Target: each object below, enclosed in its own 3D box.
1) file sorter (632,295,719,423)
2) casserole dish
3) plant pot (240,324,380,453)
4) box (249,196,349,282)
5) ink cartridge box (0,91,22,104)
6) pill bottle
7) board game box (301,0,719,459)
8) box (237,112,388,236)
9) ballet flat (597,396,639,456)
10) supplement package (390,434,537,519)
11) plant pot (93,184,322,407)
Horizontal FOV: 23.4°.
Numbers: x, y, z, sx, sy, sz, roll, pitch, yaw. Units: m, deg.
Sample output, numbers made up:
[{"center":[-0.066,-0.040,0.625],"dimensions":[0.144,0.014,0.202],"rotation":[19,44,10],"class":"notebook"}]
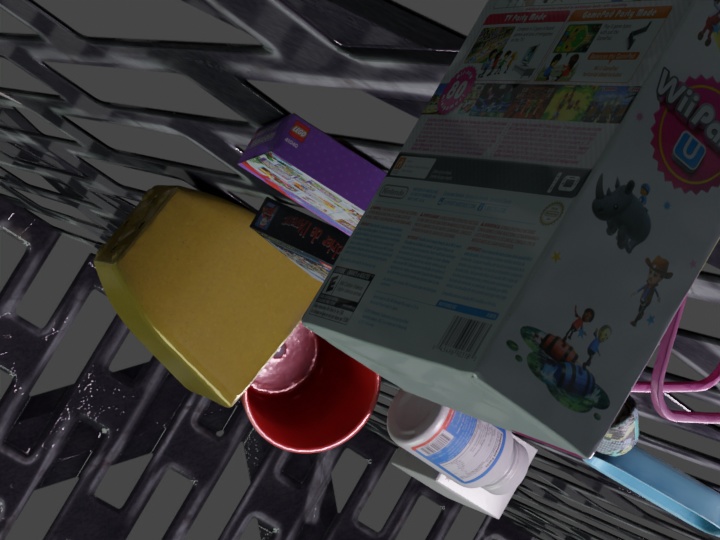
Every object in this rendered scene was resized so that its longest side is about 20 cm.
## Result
[{"center":[0.141,-0.005,0.771],"dimensions":[0.139,0.126,0.200],"rotation":[8,-169,-46],"class":"file sorter"},{"center":[0.343,0.244,1.994],"dimensions":[0.200,0.039,0.121],"rotation":[31,172,5],"class":"casserole dish"},{"center":[-0.094,0.135,2.436],"dimensions":[0.200,0.201,0.177],"rotation":[34,-179,-25],"class":"plant pot"},{"center":[0.000,0.000,1.745],"dimensions":[0.200,0.038,0.137],"rotation":[25,170,35],"class":"box"},{"center":[-0.463,-0.256,1.862],"dimensions":[0.160,0.047,0.200],"rotation":[26,176,28],"class":"ink cartridge box"},{"center":[0.139,0.231,2.385],"dimensions":[0.200,0.112,0.112],"rotation":[37,170,-36],"class":"pill bottle"},{"center":[0.077,-0.042,0.645],"dimensions":[0.064,0.200,0.147],"rotation":[34,172,-25],"class":"board game box"},{"center":[0.004,-0.054,1.404],"dimensions":[0.200,0.039,0.137],"rotation":[32,171,-13],"class":"box"},{"center":[0.185,0.107,1.691],"dimensions":[0.200,0.074,0.074],"rotation":[27,171,13],"class":"ballet flat"},{"center":[0.151,0.276,2.574],"dimensions":[0.120,0.121,0.200],"rotation":[33,172,-16],"class":"supplement package"},{"center":[-0.184,0.007,1.965],"dimensions":[0.200,0.196,0.194],"rotation":[43,168,-18],"class":"plant pot"}]
